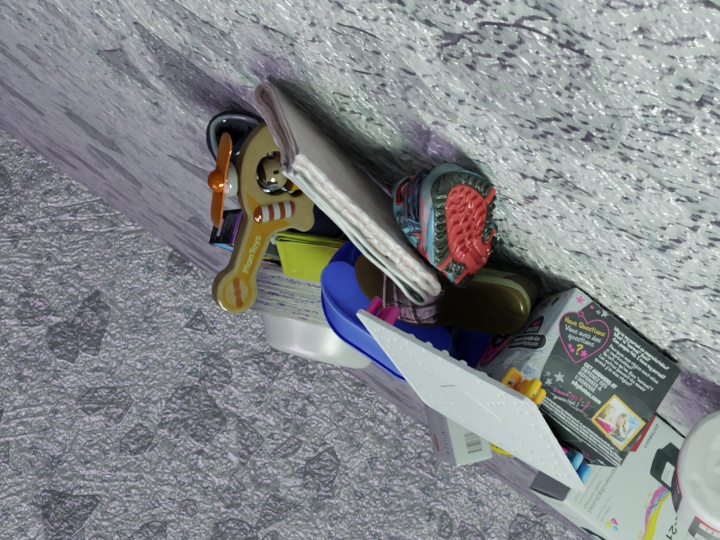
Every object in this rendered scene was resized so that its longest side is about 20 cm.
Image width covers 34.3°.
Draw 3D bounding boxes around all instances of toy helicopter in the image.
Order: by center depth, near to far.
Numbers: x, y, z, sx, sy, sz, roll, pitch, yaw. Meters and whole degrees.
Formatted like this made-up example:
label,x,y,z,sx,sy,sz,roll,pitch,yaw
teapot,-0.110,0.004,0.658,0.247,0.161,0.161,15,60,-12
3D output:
label,x,y,z,sx,sy,sz,roll,pitch,yaw
toy helicopter,-0.108,-0.056,1.174,0.131,0.203,0.079,20,-179,-34

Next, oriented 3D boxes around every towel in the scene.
label,x,y,z,sx,sy,sz,roll,pitch,yaw
towel,-0.015,-0.074,1.074,0.200,0.032,0.192,43,-168,-28
towel,0.000,0.000,1.342,0.197,0.018,0.087,10,145,12

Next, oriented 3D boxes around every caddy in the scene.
label,x,y,z,sx,sy,sz,roll,pitch,yaw
caddy,0.047,0.032,1.243,0.199,0.142,0.105,33,168,16

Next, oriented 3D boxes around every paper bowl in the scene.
label,x,y,z,sx,sy,sz,roll,pitch,yaw
paper bowl,-0.045,0.061,1.489,0.198,0.106,0.201,13,179,0

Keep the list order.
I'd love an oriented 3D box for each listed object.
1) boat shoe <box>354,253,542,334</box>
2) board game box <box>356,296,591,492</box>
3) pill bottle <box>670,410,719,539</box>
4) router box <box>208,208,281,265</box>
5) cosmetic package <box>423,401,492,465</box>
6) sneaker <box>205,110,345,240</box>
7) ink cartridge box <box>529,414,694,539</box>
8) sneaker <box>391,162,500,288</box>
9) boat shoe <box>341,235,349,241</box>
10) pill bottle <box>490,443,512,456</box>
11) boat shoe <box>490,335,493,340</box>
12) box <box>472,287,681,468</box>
label,x,y,z,sx,sy,sz,roll,pitch,yaw
boat shoe,0.086,0.015,1.142,0.198,0.065,0.074,16,123,34
board game box,0.108,0.114,1.075,0.199,0.026,0.200,27,164,36
pill bottle,0.349,0.204,1.095,0.110,0.111,0.200,32,170,20
router box,-0.082,-0.029,1.487,0.197,0.052,0.149,16,177,-18
cosmetic package,0.108,0.140,1.476,0.151,0.051,0.203,123,135,-82
sneaker,-0.096,-0.103,1.308,0.199,0.070,0.109,39,173,1
ink cartridge box,0.316,0.247,1.328,0.199,0.147,0.083,38,168,-17
sneaker,0.060,-0.045,1.002,0.095,0.080,0.200,35,171,17
boat shoe,0.000,-0.024,1.385,0.199,0.063,0.075,34,169,5
pill bottle,0.197,0.175,1.511,0.111,0.112,0.200,33,170,13
boat shoe,0.189,0.104,1.337,0.200,0.061,0.072,29,169,38
box,0.197,0.104,1.137,0.132,0.115,0.200,37,169,-3
